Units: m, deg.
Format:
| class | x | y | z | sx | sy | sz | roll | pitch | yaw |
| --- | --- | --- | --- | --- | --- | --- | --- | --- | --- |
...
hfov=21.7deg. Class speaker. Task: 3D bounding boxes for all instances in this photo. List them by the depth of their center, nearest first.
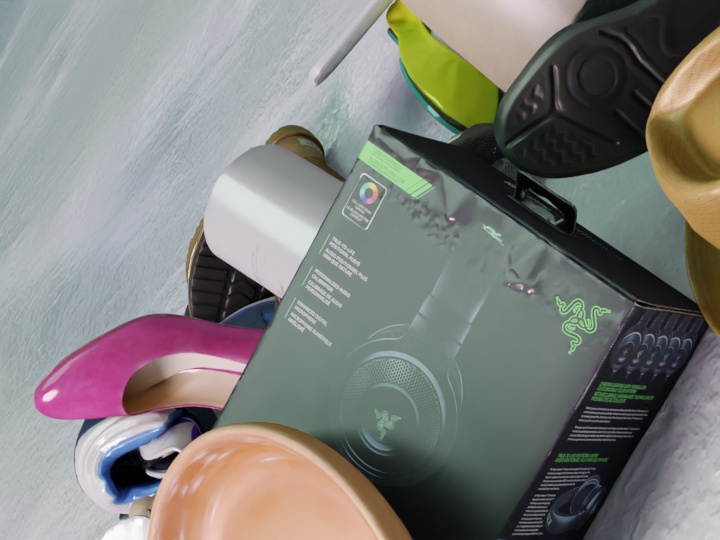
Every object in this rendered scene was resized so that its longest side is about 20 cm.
| class | x | y | z | sx | sy | sz | roll | pitch | yaw |
| --- | --- | --- | --- | --- | --- | --- | --- | --- | --- |
| speaker | 0.000 | 0.000 | 1.092 | 0.200 | 0.081 | 0.081 | 31 | 99 | 35 |

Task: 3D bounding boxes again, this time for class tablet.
| class | x | y | z | sx | sy | sz | roll | pitch | yaw |
| --- | --- | --- | --- | --- | --- | --- | --- | --- | --- |
| tablet | 0.030 | -0.211 | 1.348 | 0.200 | 0.014 | 0.130 | -49 | 4 | 1 |

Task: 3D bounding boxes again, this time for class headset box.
| class | x | y | z | sx | sy | sz | roll | pitch | yaw |
| --- | --- | --- | --- | --- | --- | --- | --- | --- | --- |
| headset box | 0.050 | 0.047 | 0.931 | 0.174 | 0.093 | 0.200 | 38 | 105 | 31 |

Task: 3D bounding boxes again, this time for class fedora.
| class | x | y | z | sx | sy | sz | roll | pitch | yaw |
| --- | --- | --- | --- | --- | --- | --- | --- | --- | --- |
| fedora | 0.187 | -0.060 | 0.837 | 0.201 | 0.082 | 0.201 | -50 | 26 | 36 |

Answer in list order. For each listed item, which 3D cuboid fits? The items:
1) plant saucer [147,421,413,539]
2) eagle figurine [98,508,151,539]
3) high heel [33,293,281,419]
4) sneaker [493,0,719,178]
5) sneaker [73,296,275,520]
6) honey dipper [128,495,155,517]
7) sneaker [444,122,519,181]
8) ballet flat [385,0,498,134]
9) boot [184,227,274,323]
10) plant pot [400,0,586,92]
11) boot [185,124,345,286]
| class | x | y | z | sx | sy | sz | roll | pitch | yaw |
| --- | --- | --- | --- | --- | --- | --- | --- | --- | --- |
| plant saucer | -0.028 | 0.168 | 0.903 | 0.200 | 0.037 | 0.201 | 15 | 112 | 42 |
| eagle figurine | -0.120 | 0.244 | 1.025 | 0.152 | 0.151 | 0.201 | -30 | 32 | 51 |
| high heel | -0.090 | 0.075 | 1.122 | 0.067 | 0.199 | 0.096 | 96 | 156 | -52 |
| sneaker | 0.147 | -0.121 | 0.962 | 0.199 | 0.076 | 0.114 | -45 | 8 | -1 |
| sneaker | -0.090 | 0.092 | 1.207 | 0.199 | 0.081 | 0.146 | -25 | 17 | -1 |
| honey dipper | -0.061 | 0.111 | 1.110 | 0.200 | 0.038 | 0.038 | -27 | 39 | 25 |
| sneaker | 0.032 | -0.032 | 1.194 | 0.200 | 0.075 | 0.116 | -55 | 20 | 26 |
| ballet flat | 0.059 | -0.156 | 1.264 | 0.067 | 0.067 | 0.200 | -57 | 21 | 18 |
| boot | -0.097 | 0.009 | 1.334 | 0.138 | 0.077 | 0.201 | -123 | 42 | -64 |
| plant pot | 0.055 | -0.228 | 1.085 | 0.188 | 0.200 | 0.187 | -60 | 1 | 2 |
| boot | -0.065 | -0.010 | 1.409 | 0.176 | 0.066 | 0.200 | -61 | 23 | 15 |
